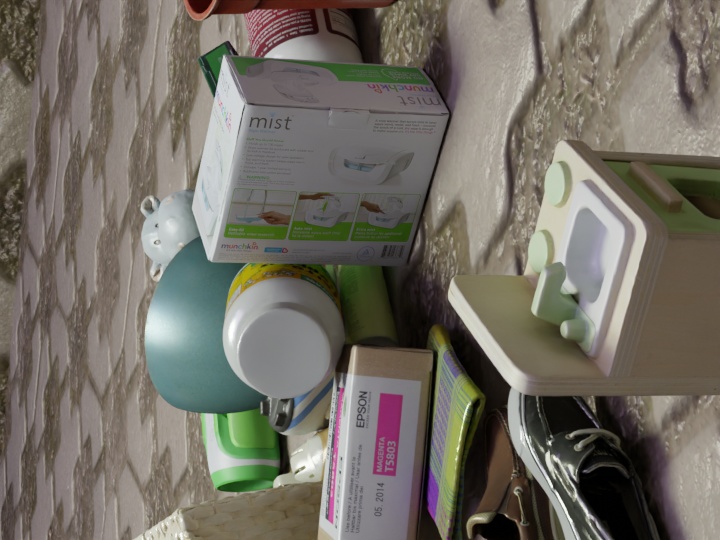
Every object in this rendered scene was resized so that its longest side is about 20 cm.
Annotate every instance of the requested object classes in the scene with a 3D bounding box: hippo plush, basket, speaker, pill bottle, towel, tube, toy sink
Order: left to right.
[{"bbox_3d":[-0.174,-0.067,2.019,0.200,0.161,0.159,156,113,-67],"label":"hippo plush"},{"bbox_3d":[-0.142,0.155,2.027,0.088,0.088,0.200,137,131,-62],"label":"speaker"},{"bbox_3d":[-0.113,0.334,1.741,0.161,0.200,0.198,-39,63,48],"label":"basket"},{"bbox_3d":[-0.072,0.053,1.616,0.200,0.113,0.113,-99,15,-78],"label":"pill bottle"},{"bbox_3d":[-0.059,-0.237,1.795,0.113,0.113,0.200,119,146,-51],"label":"pill bottle"},{"bbox_3d":[0.000,0.000,1.726,0.058,0.052,0.200,-27,49,20],"label":"tube"},{"bbox_3d":[0.074,0.138,1.491,0.200,0.023,0.144,-115,32,-75],"label":"towel"},{"bbox_3d":[0.173,-0.004,1.052,0.130,0.200,0.112,-123,39,-57],"label":"toy sink"}]

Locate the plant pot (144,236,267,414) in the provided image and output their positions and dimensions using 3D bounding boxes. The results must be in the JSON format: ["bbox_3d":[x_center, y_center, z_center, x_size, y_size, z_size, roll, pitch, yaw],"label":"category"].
[{"bbox_3d":[-0.117,0.069,1.868,0.135,0.200,0.200,12,103,33],"label":"plant pot"}]

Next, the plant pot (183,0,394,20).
[{"bbox_3d":[-0.060,-0.339,1.689,0.201,0.195,0.201,-179,90,-69],"label":"plant pot"}]

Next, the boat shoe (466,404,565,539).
[{"bbox_3d":[0.120,0.190,1.350,0.075,0.075,0.202,112,151,-43],"label":"boat shoe"}]

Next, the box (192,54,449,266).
[{"bbox_3d":[-0.040,-0.100,1.616,0.097,0.200,0.177,-116,33,-50],"label":"box"}]

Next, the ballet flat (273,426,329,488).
[{"bbox_3d":[-0.053,0.219,1.820,0.200,0.063,0.069,118,148,-49],"label":"ballet flat"}]

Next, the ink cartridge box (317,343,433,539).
[{"bbox_3d":[0.012,0.168,1.573,0.165,0.075,0.200,151,124,-83],"label":"ink cartridge box"}]

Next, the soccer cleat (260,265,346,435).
[{"bbox_3d":[-0.045,0.076,1.781,0.070,0.086,0.200,36,118,52],"label":"soccer cleat"}]

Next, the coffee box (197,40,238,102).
[{"bbox_3d":[-0.098,-0.137,1.833,0.200,0.044,0.123,57,-175,-39],"label":"coffee box"}]

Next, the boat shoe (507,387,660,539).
[{"bbox_3d":[0.169,0.146,1.246,0.064,0.071,0.200,115,141,-48],"label":"boat shoe"}]
